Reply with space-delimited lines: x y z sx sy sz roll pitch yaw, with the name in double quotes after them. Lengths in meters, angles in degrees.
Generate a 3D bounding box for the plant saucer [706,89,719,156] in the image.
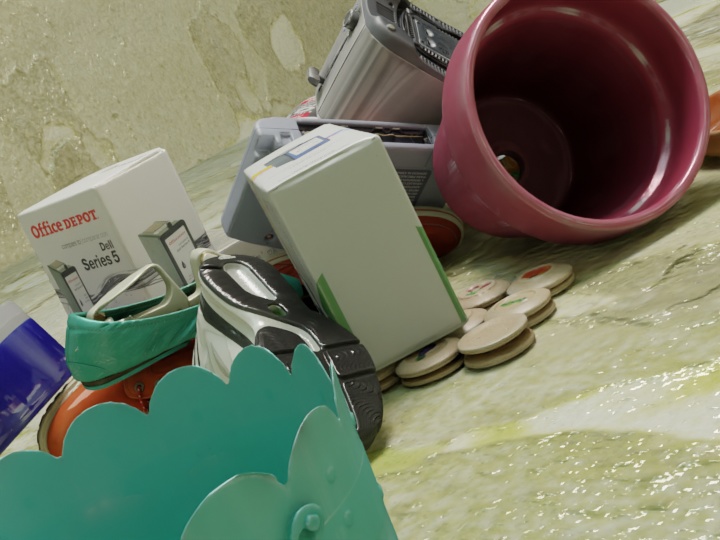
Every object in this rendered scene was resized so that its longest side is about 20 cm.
0.358 -0.141 1.013 0.200 0.032 0.200 -24 13 6 "plant saucer"

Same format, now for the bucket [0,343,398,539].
-0.073 0.132 0.463 0.207 0.135 0.207 -24 11 5 "bucket"

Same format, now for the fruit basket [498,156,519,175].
0.111 -0.129 1.273 0.200 0.094 0.185 -23 12 -26 "fruit basket"

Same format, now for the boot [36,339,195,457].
-0.149 0.097 0.930 0.200 0.075 0.107 -27 17 -14 "boot"

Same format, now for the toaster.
0.052 -0.158 1.117 0.129 0.200 0.114 -51 28 32 "toaster"

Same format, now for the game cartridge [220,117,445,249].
-0.016 -0.071 1.063 0.200 0.041 0.133 0 -45 -27 "game cartridge"

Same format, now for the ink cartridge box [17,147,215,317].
-0.190 0.012 1.055 0.145 0.200 0.084 -12 18 48 "ink cartridge box"

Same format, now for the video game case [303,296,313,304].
-0.089 0.028 1.221 0.143 0.018 0.200 -23 12 14 "video game case"

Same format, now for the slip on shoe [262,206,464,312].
0.000 0.000 1.081 0.200 0.074 0.061 -19 50 -6 "slip on shoe"

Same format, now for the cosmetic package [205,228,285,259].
-0.152 0.009 1.213 0.103 0.073 0.200 -31 13 -26 "cosmetic package"

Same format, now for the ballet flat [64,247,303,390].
-0.131 0.023 0.924 0.200 0.071 0.067 -23 21 -29 "ballet flat"

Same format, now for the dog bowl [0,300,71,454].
-0.317 0.123 0.970 0.200 0.079 0.200 -47 7 7 "dog bowl"

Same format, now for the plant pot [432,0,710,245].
0.143 -0.108 0.965 0.200 0.200 0.179 -29 -3 -19 "plant pot"

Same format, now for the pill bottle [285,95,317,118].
-0.042 -0.104 1.207 0.111 0.111 0.200 -22 14 14 "pill bottle"

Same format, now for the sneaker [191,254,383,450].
-0.054 0.085 0.808 0.076 0.116 0.201 -6 34 -30 "sneaker"

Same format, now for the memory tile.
0.048 0.046 0.875 0.200 0.017 0.153 -17 15 33 "memory tile"

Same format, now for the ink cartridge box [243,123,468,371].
-0.010 -0.024 0.898 0.087 0.145 0.200 -28 13 -3 "ink cartridge box"
